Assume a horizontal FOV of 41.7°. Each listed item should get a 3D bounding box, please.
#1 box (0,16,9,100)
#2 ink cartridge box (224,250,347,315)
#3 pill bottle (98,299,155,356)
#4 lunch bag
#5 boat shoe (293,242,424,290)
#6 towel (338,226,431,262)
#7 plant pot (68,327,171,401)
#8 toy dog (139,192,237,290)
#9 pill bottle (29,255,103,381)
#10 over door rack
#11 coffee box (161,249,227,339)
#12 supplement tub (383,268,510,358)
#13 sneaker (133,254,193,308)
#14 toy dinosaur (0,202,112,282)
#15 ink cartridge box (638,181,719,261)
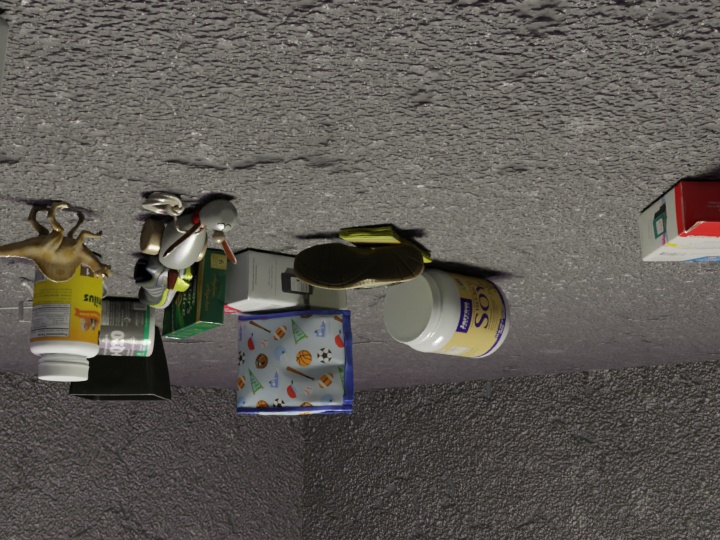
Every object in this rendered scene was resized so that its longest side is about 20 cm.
[{"bbox_3d":[-0.387,-0.148,0.656,0.196,0.133,0.200,-2,167,12],"label":"box"},{"bbox_3d":[-0.140,0.030,1.606,0.198,0.085,0.145,8,165,-36],"label":"ink cartridge box"},{"bbox_3d":[-0.525,0.116,1.938,0.197,0.115,0.113,3,168,-17],"label":"pill bottle"},{"bbox_3d":[-0.097,0.155,1.575,0.198,0.172,0.123,-8,169,31],"label":"lunch bag"},{"bbox_3d":[0.001,-0.001,1.423,0.198,0.073,0.066,-3,165,13],"label":"boat shoe"},{"bbox_3d":[0.042,-0.038,1.458,0.085,0.018,0.200,1,170,22],"label":"towel"},{"bbox_3d":[-0.564,0.215,2.251,0.197,0.180,0.200,-1,168,1],"label":"plant pot"},{"bbox_3d":[-0.234,-0.031,1.288,0.130,0.098,0.200,3,168,-13],"label":"toy dog"},{"bbox_3d":[-0.475,0.075,1.533,0.108,0.203,0.109,0,169,0],"label":"pill bottle"},{"bbox_3d":[-0.571,0.045,1.680,0.146,0.068,0.199,-8,-173,32],"label":"over door rack"},{"bbox_3d":[-0.279,0.042,1.581,0.044,0.125,0.199,10,166,-28],"label":"coffee box"},{"bbox_3d":[0.152,0.075,1.666,0.198,0.147,0.144,10,164,-41],"label":"supplement tub"},{"bbox_3d":[-0.341,0.009,1.572,0.080,0.075,0.200,13,156,-25],"label":"sneaker"},{"bbox_3d":[-0.411,-0.036,1.251,0.198,0.103,0.058,9,166,-37],"label":"toy dinosaur"},{"bbox_3d":[0.441,-0.064,1.199,0.114,0.068,0.200,0,168,-3],"label":"ink cartridge box"}]
